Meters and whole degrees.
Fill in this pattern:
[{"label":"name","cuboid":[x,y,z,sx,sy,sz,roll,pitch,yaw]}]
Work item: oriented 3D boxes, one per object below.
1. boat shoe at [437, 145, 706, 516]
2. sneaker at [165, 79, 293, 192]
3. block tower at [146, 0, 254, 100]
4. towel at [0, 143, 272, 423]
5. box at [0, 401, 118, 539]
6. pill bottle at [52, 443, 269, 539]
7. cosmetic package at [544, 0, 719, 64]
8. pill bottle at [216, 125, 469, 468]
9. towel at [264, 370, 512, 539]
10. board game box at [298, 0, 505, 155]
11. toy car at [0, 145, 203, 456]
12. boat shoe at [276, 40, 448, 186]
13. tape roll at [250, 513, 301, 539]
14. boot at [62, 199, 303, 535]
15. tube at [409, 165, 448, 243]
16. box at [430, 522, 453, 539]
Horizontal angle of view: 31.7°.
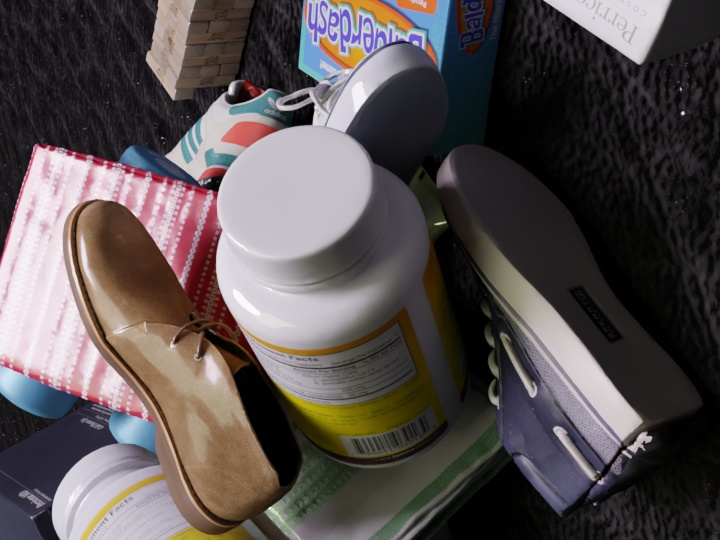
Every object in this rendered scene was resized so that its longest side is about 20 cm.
[{"label":"boat shoe","cuboid":[0.087,0.034,0.667,0.201,0.074,0.093,59,136,28]},{"label":"sneaker","cuboid":[-0.097,-0.092,0.961,0.094,0.070,0.200,-67,20,-7]},{"label":"block tower","cuboid":[-0.108,-0.225,0.935,0.054,0.058,0.201,54,139,34]},{"label":"towel","cuboid":[-0.132,0.014,0.771,0.199,0.022,0.146,17,90,19]},{"label":"box","cuboid":[-0.213,0.188,1.090,0.200,0.182,0.105,5,120,59]},{"label":"pill bottle","cuboid":[-0.108,0.186,0.755,0.200,0.111,0.113,34,127,47]},{"label":"cosmetic package","cuboid":[0.134,-0.197,0.521,0.102,0.074,0.201,40,133,27]},{"label":"pill bottle","cuboid":[-0.009,0.017,0.666,0.109,0.109,0.200,53,171,35]},{"label":"towel","cuboid":[-0.017,0.079,0.765,0.200,0.149,0.031,42,163,24]},{"label":"board game box","cuboid":[0.026,-0.189,0.739,0.152,0.045,0.201,39,132,46]},{"label":"toy car","cuboid":[-0.161,0.001,0.919,0.185,0.176,0.200,-56,28,10]},{"label":"boat shoe","cuboid":[-0.005,-0.081,0.723,0.086,0.074,0.202,60,164,21]},{"label":"tape roll","cuboid":[-0.058,0.211,0.822,0.202,0.037,0.204,24,119,52]},{"label":"boot","cuboid":[-0.094,0.041,0.697,0.075,0.073,0.201,-32,84,40]},{"label":"tube","cuboid":[0.000,0.000,0.845,0.200,0.058,0.052,-58,10,42]},{"label":"box","cuboid":[-0.008,0.197,0.865,0.124,0.097,0.201,-31,73,56]}]
